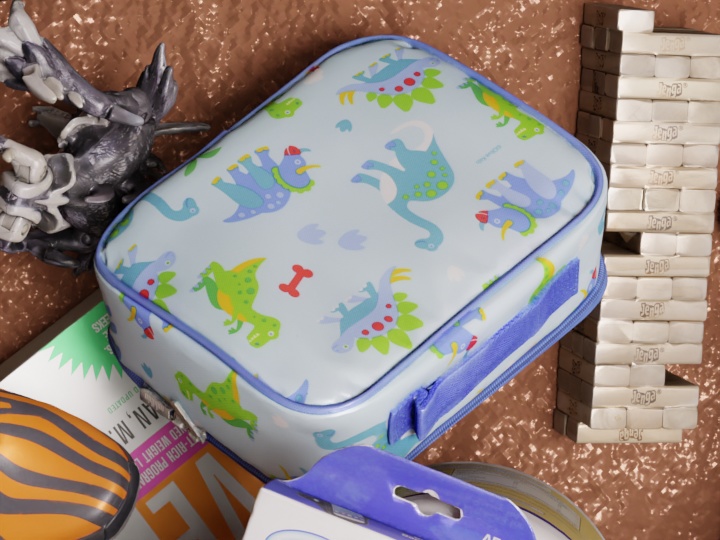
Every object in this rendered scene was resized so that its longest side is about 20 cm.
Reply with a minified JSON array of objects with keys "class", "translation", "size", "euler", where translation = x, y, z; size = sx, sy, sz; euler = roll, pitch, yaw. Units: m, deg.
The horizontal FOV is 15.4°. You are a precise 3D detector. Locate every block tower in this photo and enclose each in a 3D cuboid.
[{"class":"block tower","translation":[0.129,-0.020,1.224],"size":[0.058,0.054,0.201],"euler":[0,98,-15]}]

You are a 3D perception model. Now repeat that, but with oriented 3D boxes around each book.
[{"class":"book","translation":[-0.062,0.091,1.200],"size":[0.133,0.048,0.200],"euler":[-39,104,-12]}]

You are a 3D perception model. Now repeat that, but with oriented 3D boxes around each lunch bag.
[{"class":"lunch bag","translation":[0.000,0.000,1.121],"size":[0.200,0.160,0.083],"euler":[-40,147,-29]}]

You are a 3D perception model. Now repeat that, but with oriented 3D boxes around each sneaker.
[{"class":"sneaker","translation":[-0.192,0.060,1.085],"size":[0.199,0.112,0.078],"euler":[12,63,14]}]

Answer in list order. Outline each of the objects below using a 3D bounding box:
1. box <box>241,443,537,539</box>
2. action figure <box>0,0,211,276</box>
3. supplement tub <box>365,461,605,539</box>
[{"class":"box","translation":[-0.006,0.169,0.977],"size":[0.119,0.041,0.201],"euler":[20,96,5]},{"class":"action figure","translation":[-0.150,-0.052,1.118],"size":[0.102,0.200,0.119],"euler":[38,116,20]},{"class":"supplement tub","translation":[0.040,0.155,1.093],"size":[0.145,0.200,0.146],"euler":[0,92,6]}]
